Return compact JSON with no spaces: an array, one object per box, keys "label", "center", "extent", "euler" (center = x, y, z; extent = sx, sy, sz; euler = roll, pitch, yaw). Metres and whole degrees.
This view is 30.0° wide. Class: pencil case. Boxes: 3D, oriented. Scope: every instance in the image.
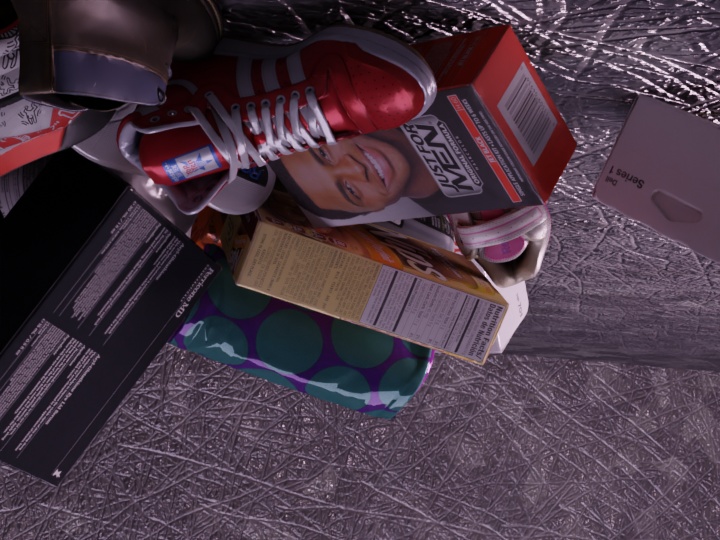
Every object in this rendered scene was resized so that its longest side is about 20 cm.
[{"label":"pencil case","center":[-0.047,0.049,1.043],"extent":[0.199,0.085,0.093],"euler":[21,-161,-13]}]

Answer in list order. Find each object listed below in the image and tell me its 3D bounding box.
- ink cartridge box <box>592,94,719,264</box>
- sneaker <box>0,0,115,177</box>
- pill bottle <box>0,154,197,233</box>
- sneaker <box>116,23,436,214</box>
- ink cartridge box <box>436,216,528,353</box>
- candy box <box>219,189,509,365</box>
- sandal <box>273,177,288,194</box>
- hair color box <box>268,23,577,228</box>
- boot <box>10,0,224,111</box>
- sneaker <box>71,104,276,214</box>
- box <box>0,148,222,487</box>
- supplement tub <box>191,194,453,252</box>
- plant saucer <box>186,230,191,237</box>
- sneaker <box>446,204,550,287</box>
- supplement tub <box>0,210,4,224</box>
[{"label":"ink cartridge box","center":[0.286,-0.046,0.963],"extent":[0.199,0.084,0.145],"euler":[11,-164,-45]},{"label":"sneaker","center":[-0.249,-0.089,0.779],"extent":[0.201,0.067,0.108],"euler":[-32,139,-6]},{"label":"pill bottle","center":[-0.235,-0.070,1.086],"extent":[0.199,0.111,0.111],"euler":[-2,171,33]},{"label":"sneaker","center":[-0.057,-0.087,0.794],"extent":[0.199,0.113,0.071],"euler":[5,134,37]},{"label":"ink cartridge box","center":[0.044,-0.003,1.280],"extent":[0.199,0.147,0.086],"euler":[-1,-153,29]},{"label":"candy box","center":[0.000,0.000,1.005],"extent":[0.199,0.056,0.115],"euler":[18,-166,-17]},{"label":"sandal","center":[-0.016,-0.091,1.035],"extent":[0.199,0.054,0.081],"euler":[7,139,-5]},{"label":"hair color box","center":[0.028,-0.088,0.875],"extent":[0.199,0.061,0.102],"euler":[-4,133,44]},{"label":"boot","center":[-0.132,-0.120,0.726],"extent":[0.074,0.098,0.200],"euler":[-2,171,20]},{"label":"sneaker","center":[-0.158,-0.109,0.924],"extent":[0.200,0.073,0.112],"euler":[33,-175,-34]},{"label":"box","center":[-0.208,0.034,0.932],"extent":[0.079,0.200,0.141],"euler":[33,172,33]},{"label":"supplement tub","center":[-0.033,-0.026,1.127],"extent":[0.199,0.123,0.122],"euler":[23,166,-17]},{"label":"plant saucer","center":[-0.101,-0.015,1.236],"extent":[0.199,0.201,0.032],"euler":[3,-145,-2]},{"label":"sneaker","center":[0.098,-0.057,0.976],"extent":[0.081,0.089,0.200],"euler":[-19,145,16]},{"label":"supplement tub","center":[-0.330,-0.048,0.977],"extent":[0.122,0.123,0.200],"euler":[8,-154,-32]}]
